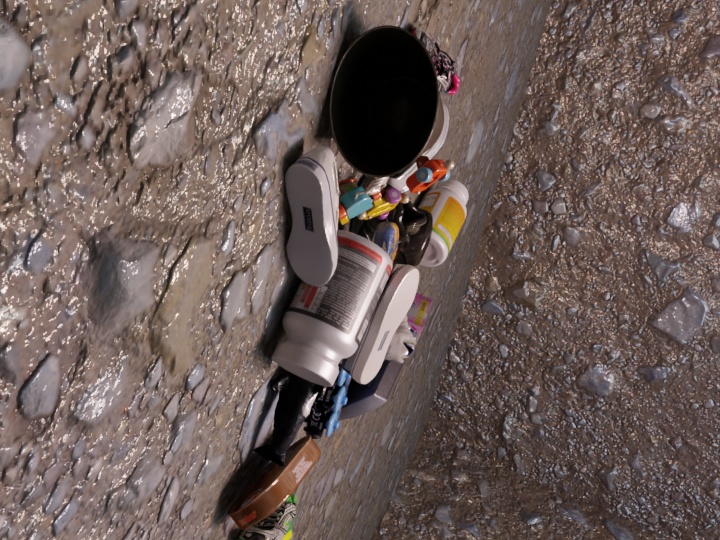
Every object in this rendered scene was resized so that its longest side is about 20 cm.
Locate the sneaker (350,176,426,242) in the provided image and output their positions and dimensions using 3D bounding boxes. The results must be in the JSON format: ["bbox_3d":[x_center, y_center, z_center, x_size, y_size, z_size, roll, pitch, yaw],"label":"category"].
[{"bbox_3d":[0.042,-0.055,1.171,0.076,0.114,0.200,-52,160,-46],"label":"sneaker"}]

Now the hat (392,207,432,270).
[{"bbox_3d":[0.098,-0.071,1.359,0.201,0.080,0.202,8,90,-79],"label":"hat"}]

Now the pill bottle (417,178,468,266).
[{"bbox_3d":[0.177,-0.115,1.594,0.111,0.110,0.200,92,23,-51],"label":"pill bottle"}]

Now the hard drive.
[{"bbox_3d":[0.000,0.214,1.303,0.200,0.042,0.135,-31,-157,48],"label":"hard drive"}]

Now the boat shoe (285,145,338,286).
[{"bbox_3d":[-0.053,-0.068,0.890,0.070,0.071,0.201,-54,152,-41],"label":"boat shoe"}]

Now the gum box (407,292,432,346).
[{"bbox_3d":[0.077,0.089,1.438,0.200,0.113,0.066,-53,166,-71],"label":"gum box"}]

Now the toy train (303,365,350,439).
[{"bbox_3d":[-0.055,0.194,1.206,0.114,0.086,0.201,-55,160,-63],"label":"toy train"}]

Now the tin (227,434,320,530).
[{"bbox_3d":[-0.129,0.326,1.082,0.112,0.042,0.200,-42,179,26],"label":"tin"}]

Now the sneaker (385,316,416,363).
[{"bbox_3d":[0.056,0.118,1.217,0.075,0.087,0.200,-65,172,18],"label":"sneaker"}]

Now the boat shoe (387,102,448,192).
[{"bbox_3d":[0.104,-0.226,1.243,0.067,0.073,0.201,71,41,-72],"label":"boat shoe"}]

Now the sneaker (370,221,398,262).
[{"bbox_3d":[0.000,0.000,1.121,0.075,0.088,0.201,-53,165,-53],"label":"sneaker"}]

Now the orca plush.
[{"bbox_3d":[-0.116,0.187,1.060,0.201,0.071,0.105,-60,-149,2],"label":"orca plush"}]

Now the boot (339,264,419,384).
[{"bbox_3d":[0.011,0.068,1.072,0.073,0.090,0.201,6,112,-57],"label":"boot"}]

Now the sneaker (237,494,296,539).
[{"bbox_3d":[-0.155,0.426,1.188,0.200,0.078,0.086,52,52,-84],"label":"sneaker"}]

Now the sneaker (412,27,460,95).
[{"bbox_3d":[0.117,-0.338,1.142,0.200,0.074,0.081,-9,118,-73],"label":"sneaker"}]

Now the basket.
[{"bbox_3d":[0.048,-0.216,0.943,0.200,0.135,0.182,-29,126,-76],"label":"basket"}]

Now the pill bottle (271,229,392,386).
[{"bbox_3d":[-0.042,0.053,0.992,0.116,0.115,0.201,74,39,-67],"label":"pill bottle"}]

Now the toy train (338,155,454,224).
[{"bbox_3d":[0.039,-0.129,1.019,0.150,0.056,0.199,-37,166,37],"label":"toy train"}]
